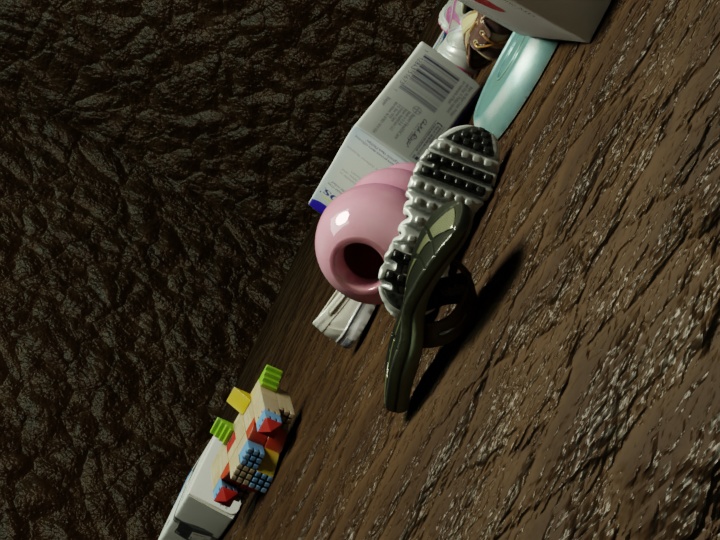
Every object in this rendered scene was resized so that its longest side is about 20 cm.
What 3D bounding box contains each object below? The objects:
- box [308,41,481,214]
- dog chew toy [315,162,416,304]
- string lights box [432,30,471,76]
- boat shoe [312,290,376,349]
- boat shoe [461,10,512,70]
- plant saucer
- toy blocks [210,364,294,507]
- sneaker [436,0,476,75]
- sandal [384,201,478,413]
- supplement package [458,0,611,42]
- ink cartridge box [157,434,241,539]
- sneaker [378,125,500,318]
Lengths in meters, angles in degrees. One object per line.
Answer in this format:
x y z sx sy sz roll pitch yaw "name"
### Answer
0.044 -0.163 1.625 0.184 0.105 0.200 -54 0 -34 "box"
0.031 -0.050 1.287 0.125 0.124 0.200 -59 -1 34 "dog chew toy"
0.124 -0.290 1.864 0.103 0.059 0.200 -58 7 26 "string lights box"
0.000 0.000 1.539 0.200 0.070 0.071 -62 6 -25 "boat shoe"
0.165 -0.286 1.481 0.200 0.072 0.072 161 116 -75 "boat shoe"
0.169 -0.223 1.296 0.200 0.027 0.200 -61 6 11 "plant saucer"
-0.148 0.248 1.693 0.200 0.100 0.137 -61 17 12 "toy blocks"
0.165 -0.361 1.777 0.088 0.081 0.200 -57 16 33 "sneaker"
0.060 0.030 0.963 0.080 0.057 0.201 -78 1 -51 "sandal"
0.153 -0.288 1.120 0.120 0.121 0.200 -62 14 7 "supplement package"
-0.238 0.357 1.958 0.200 0.084 0.145 -56 8 48 "ink cartridge box"
0.069 -0.045 1.156 0.200 0.075 0.081 -63 -3 -14 "sneaker"
